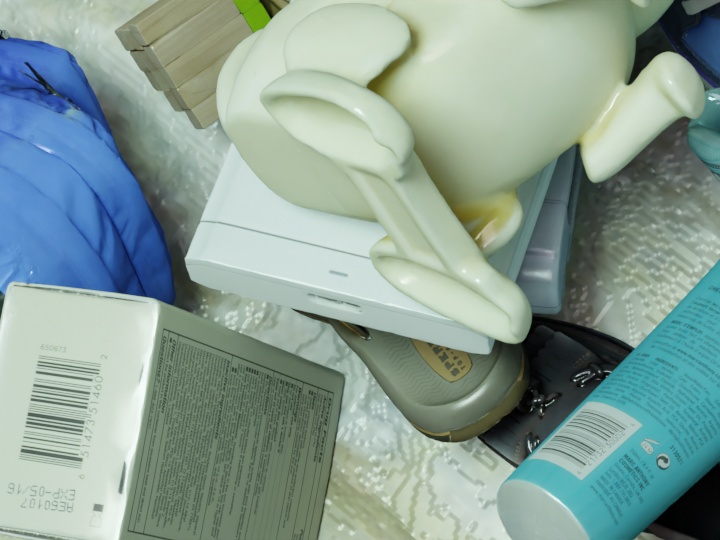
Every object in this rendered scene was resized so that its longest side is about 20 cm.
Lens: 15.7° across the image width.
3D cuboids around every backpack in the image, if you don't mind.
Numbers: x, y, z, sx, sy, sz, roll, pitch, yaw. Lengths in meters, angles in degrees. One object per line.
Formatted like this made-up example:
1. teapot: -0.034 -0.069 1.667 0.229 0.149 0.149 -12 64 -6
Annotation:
1. backpack: -0.180 -0.026 1.178 0.200 0.163 0.168 20 62 31

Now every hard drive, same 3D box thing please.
1. hard drive: 0.022 -0.070 1.103 0.132 0.027 0.200 13 63 15

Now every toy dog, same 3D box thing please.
1. toy dog: 0.054 -0.095 1.037 0.200 0.140 0.194 -48 29 -16

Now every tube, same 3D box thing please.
1. tube: 0.138 0.047 1.069 0.077 0.050 0.200 40 59 19

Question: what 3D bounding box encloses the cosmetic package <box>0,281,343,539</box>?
1. cosmetic package: -0.082 0.074 1.107 0.073 0.200 0.104 7 81 21

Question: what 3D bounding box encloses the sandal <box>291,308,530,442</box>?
1. sandal: 0.000 0.000 1.149 0.082 0.055 0.200 -41 48 3

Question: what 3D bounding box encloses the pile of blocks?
1. pile of blocks: -0.045 -0.159 1.224 0.200 0.082 0.062 -61 23 -9

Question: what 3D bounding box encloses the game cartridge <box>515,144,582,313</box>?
1. game cartridge: 0.034 -0.076 1.140 0.133 0.041 0.200 2 61 14

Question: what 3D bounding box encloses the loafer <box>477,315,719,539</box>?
1. loafer: 0.112 0.072 1.106 0.200 0.063 0.072 31 92 23

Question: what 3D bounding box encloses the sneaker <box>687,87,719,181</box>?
1. sneaker: 0.192 -0.078 1.032 0.086 0.200 0.078 32 55 -4

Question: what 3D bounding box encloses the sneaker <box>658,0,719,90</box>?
1. sneaker: 0.136 -0.167 1.098 0.080 0.146 0.200 -22 72 16
